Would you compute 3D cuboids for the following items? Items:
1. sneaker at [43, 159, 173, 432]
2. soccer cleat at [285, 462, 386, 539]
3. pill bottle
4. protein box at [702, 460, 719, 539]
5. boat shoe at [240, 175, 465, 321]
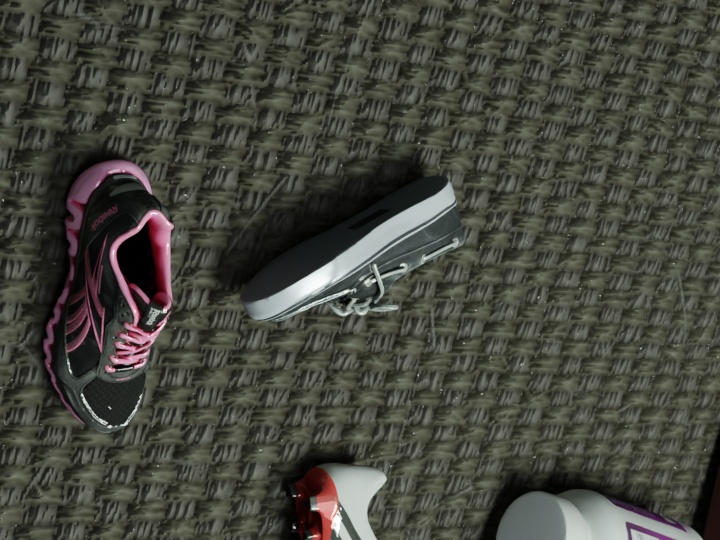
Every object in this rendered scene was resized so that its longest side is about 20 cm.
[{"bbox_3d":[-0.167,0.029,1.403,0.078,0.095,0.202,-10,117,-35],"label":"sneaker"},{"bbox_3d":[-0.018,0.251,1.630,0.084,0.068,0.202,-7,109,-30],"label":"soccer cleat"},{"bbox_3d":[0.214,0.258,1.776,0.199,0.112,0.113,23,95,-40],"label":"pill bottle"},{"bbox_3d":[0.452,0.195,1.898,0.197,0.134,0.202,7,98,-38],"label":"protein box"},{"bbox_3d":[-0.001,0.000,1.528,0.199,0.073,0.069,-33,112,-33],"label":"boat shoe"}]
